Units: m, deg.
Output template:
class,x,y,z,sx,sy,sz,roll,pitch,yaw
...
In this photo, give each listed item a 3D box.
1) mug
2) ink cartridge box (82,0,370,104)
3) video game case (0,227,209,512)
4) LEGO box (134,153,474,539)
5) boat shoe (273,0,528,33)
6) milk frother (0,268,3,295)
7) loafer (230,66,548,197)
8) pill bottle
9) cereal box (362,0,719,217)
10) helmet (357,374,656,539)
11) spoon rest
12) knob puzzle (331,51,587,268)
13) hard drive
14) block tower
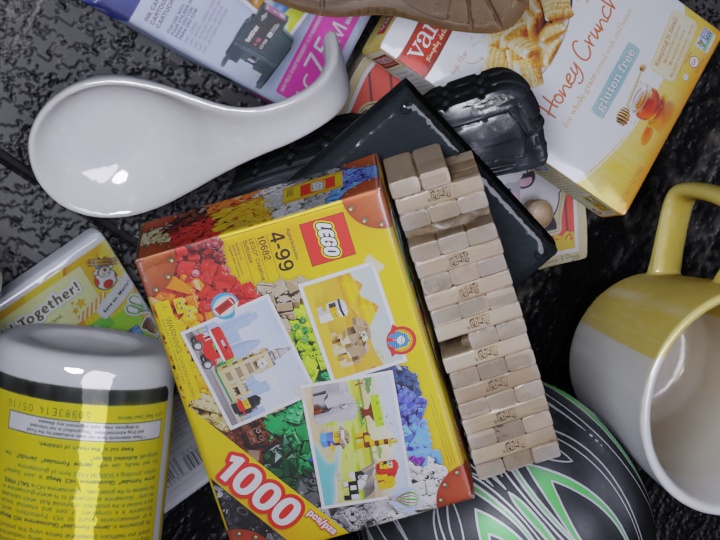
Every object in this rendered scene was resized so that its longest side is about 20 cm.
class,x,y,z,sx,sy,sz,roll,pitch,yaw
mug,0.224,0.054,1.632,0.149,0.153,0.187,37,85,-26
ink cartridge box,-0.085,-0.186,1.504,0.200,0.042,0.120,28,90,-25
video game case,-0.199,0.102,1.531,0.200,0.023,0.182,-35,114,-12
LEGO box,-0.031,0.052,1.453,0.149,0.077,0.200,-16,109,4
boat shoe,0.003,-0.192,1.486,0.199,0.072,0.072,10,108,-6
milk frother,-0.309,-0.063,1.390,0.188,0.180,0.200,58,41,-58
loafer,0.018,-0.064,1.526,0.200,0.068,0.071,-16,113,12
pill bottle,-0.173,0.139,1.472,0.112,0.112,0.201,3,99,-24
cereal box,0.118,-0.146,1.575,0.200,0.040,0.144,32,79,-18
helmet,0.092,0.162,1.591,0.200,0.200,0.191,-40,131,-11
spoon rest,-0.102,-0.088,1.483,0.200,0.061,0.100,-18,126,-1
knob puzzle,0.066,-0.085,1.598,0.219,0.030,0.220,-5,104,-22
hard drive,0.000,0.000,1.494,0.200,0.033,0.140,-40,105,12
block tower,0.068,0.027,1.456,0.054,0.058,0.200,-17,109,3
